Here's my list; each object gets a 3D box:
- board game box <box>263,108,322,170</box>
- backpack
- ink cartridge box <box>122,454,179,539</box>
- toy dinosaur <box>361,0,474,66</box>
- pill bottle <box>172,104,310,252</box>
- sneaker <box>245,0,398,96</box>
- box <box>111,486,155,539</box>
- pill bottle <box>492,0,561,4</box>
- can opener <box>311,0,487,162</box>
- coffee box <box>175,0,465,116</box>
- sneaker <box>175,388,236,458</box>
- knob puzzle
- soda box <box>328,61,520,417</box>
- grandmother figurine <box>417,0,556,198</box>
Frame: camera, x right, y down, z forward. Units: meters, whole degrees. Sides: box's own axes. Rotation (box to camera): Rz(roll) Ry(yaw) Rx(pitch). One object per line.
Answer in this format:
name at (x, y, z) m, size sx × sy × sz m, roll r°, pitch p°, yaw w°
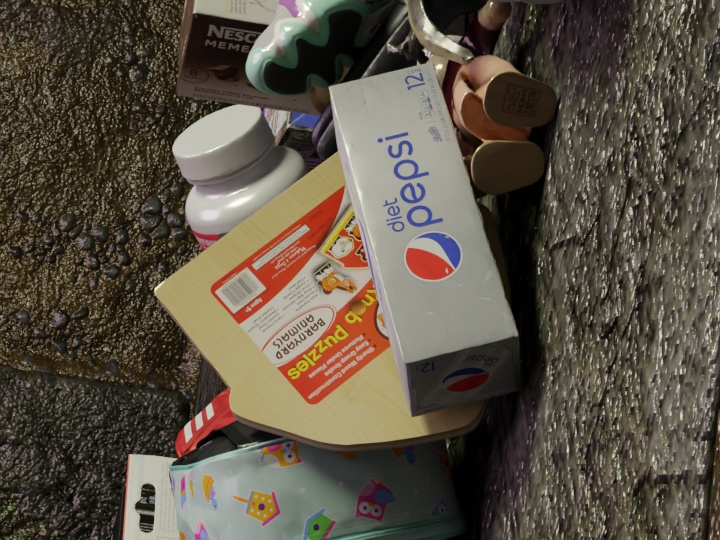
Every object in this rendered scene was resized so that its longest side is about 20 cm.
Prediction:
board game box at (-0.024, -0.172, 1.742) m, size 0.200 × 0.096 × 0.161 m, roll 140°, pitch 137°, yaw -77°
backpack at (-0.024, 0.153, 1.243) m, size 0.200 × 0.174 × 0.155 m, roll 128°, pitch 132°, yaw -70°
ink cartridge box at (-0.068, 0.192, 1.382) m, size 0.109 × 0.198 × 0.051 m, roll -93°, pitch 14°, yaw -51°
toy dinosaur at (0.029, -0.181, 1.235) m, size 0.088 × 0.047 × 0.201 m, roll 117°, pitch 149°, yaw -50°
pill bottle at (-0.079, -0.033, 1.659) m, size 0.111 × 0.110 × 0.201 m, roll -101°, pitch -12°, yaw -64°
sneaker at (-0.031, -0.216, 1.387) m, size 0.140 × 0.200 × 0.078 m, roll 41°, pitch 161°, yaw 28°
box at (-0.088, 0.256, 1.453) m, size 0.164 × 0.198 × 0.087 m, roll -95°, pitch 18°, yaw -54°
pill bottle at (0.073, -0.213, 1.094) m, size 0.200 × 0.111 × 0.113 m, roll -118°, pitch 37°, yaw -63°
can opener at (0.028, -0.159, 1.343) m, size 0.201 × 0.078 × 0.063 m, roll -56°, pitch 9°, yaw 18°
coffee box at (-0.031, -0.175, 1.464) m, size 0.113 × 0.198 × 0.081 m, roll 116°, pitch 160°, yaw -61°
sneaker at (-0.060, 0.139, 1.467) m, size 0.199 × 0.115 × 0.079 m, roll 11°, pitch 133°, yaw 55°
knob puzzle at (0.004, 0.030, 1.187) m, size 0.031 × 0.217 × 0.221 m, roll 74°, pitch -164°, yaw -58°
soda box at (0.035, -0.021, 1.154) m, size 0.064 × 0.068 × 0.201 m, roll 81°, pitch 174°, yaw -57°
grandmother figurine at (0.071, -0.109, 1.225) m, size 0.200 × 0.060 × 0.122 m, roll -125°, pitch 52°, yaw -73°
